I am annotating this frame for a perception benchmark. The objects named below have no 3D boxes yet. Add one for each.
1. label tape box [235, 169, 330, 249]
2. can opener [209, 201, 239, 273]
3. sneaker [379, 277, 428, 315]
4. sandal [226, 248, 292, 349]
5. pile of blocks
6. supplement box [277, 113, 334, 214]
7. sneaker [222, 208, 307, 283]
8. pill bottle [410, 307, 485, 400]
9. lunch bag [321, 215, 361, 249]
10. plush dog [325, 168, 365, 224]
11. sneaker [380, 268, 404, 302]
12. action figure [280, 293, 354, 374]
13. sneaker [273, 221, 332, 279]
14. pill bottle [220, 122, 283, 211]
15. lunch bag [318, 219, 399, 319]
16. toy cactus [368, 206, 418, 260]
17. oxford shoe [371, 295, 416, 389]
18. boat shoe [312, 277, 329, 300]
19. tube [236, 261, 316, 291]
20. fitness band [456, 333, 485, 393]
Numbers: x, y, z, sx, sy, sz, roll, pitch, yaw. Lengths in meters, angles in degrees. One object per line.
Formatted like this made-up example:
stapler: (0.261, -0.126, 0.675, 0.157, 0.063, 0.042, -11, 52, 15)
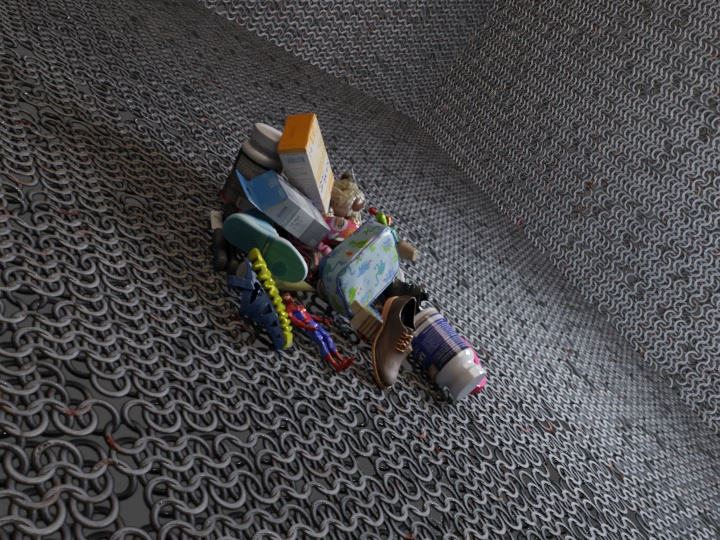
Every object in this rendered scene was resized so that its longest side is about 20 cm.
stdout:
label tape box: (-0.169, -0.150, 1.358, 0.199, 0.066, 0.144, 40, 11, -38)
can opener: (-0.285, -0.079, 1.329, 0.053, 0.067, 0.202, 21, 27, -30)
sneaker: (0.097, 0.038, 1.528, 0.203, 0.113, 0.076, 64, 10, 12)
sandal: (-0.193, 0.064, 1.198, 0.203, 0.086, 0.080, 63, -6, 17)
pile of blocks: (0.034, 0.139, 1.401, 0.199, 0.062, 0.082, 41, 7, -26)
supplement box: (-0.124, -0.246, 1.471, 0.072, 0.202, 0.128, -2, 49, 13)
sneaker: (-0.185, -0.063, 1.310, 0.199, 0.080, 0.131, 38, 19, -8)
pill bottle: (0.194, 0.196, 1.462, 0.201, 0.117, 0.115, 49, 25, 26)
lunch bag: (-0.074, -0.087, 1.524, 0.174, 0.084, 0.197, 22, -10, -42)
plush dog: (-0.088, -0.173, 1.639, 0.168, 0.201, 0.164, -15, 66, -11)
sneaker: (0.075, 0.036, 1.637, 0.081, 0.075, 0.202, 18, 30, -41)
action figure: (-0.093, 0.119, 1.272, 0.199, 0.052, 0.065, 42, 27, 16)
sneaker: (-0.155, -0.046, 1.455, 0.198, 0.080, 0.095, 30, 54, 27)
pill bottle: (-0.250, -0.240, 1.501, 0.112, 0.203, 0.114, 26, 21, -11)
lunch bag: (0.000, 0.000, 1.411, 0.081, 0.200, 0.163, 23, -34, 38)
toy cactus: (0.079, -0.068, 1.715, 0.163, 0.204, 0.102, 23, 41, 29)
oxford shoe: (0.074, 0.147, 1.319, 0.070, 0.072, 0.205, 23, 66, -33)
boat shoe: (-0.051, 0.025, 1.494, 0.059, 0.074, 0.199, 1, 12, 38)
tube: (-0.178, 0.019, 1.335, 0.198, 0.051, 0.059, 9, 62, -55)
fitness band: (0.251, 0.227, 1.593, 0.142, 0.038, 0.202, 29, 25, -21)
